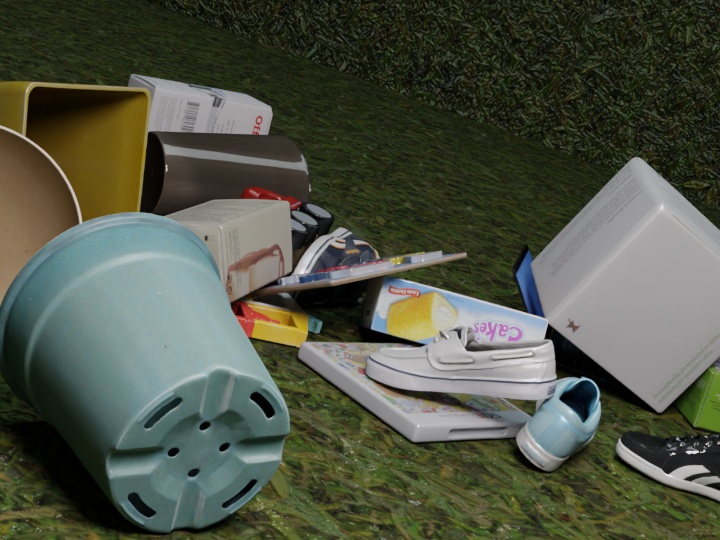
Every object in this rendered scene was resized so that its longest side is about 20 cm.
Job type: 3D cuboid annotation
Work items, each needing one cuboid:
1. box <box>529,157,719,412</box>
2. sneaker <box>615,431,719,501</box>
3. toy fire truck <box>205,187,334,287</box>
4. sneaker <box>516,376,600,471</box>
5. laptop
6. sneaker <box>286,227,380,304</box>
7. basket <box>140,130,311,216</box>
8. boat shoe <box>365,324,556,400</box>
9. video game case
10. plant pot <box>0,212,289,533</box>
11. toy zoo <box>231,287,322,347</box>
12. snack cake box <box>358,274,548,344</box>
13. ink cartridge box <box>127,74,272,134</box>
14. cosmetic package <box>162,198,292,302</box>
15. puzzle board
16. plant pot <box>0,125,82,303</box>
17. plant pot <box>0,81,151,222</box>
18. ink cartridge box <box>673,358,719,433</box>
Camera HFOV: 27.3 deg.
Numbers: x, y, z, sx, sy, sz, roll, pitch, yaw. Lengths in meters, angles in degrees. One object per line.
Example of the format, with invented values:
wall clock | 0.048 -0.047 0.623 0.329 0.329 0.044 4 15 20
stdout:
box | 0.347 0.016 1.796 0.200 0.199 0.171 38 18 -15
sneaker | 0.378 0.180 1.556 0.199 0.112 0.073 21 14 14
toy fire truck | -0.159 -0.048 1.815 0.199 0.129 0.176 30 16 8
sneaker | 0.227 0.144 1.545 0.074 0.082 0.200 43 23 2
laptop | 0.283 0.059 1.907 0.199 0.104 0.177 19 15 8
sneaker | -0.026 0.001 1.823 0.079 0.079 0.200 31 24 9
basket | -0.194 -0.121 1.984 0.199 0.137 0.180 3 18 -33
boat shoe | 0.103 0.088 1.515 0.199 0.066 0.074 4 12 14
video game case | 0.060 0.126 1.574 0.181 0.023 0.200 4 20 -42
plant pot | -0.161 0.088 1.163 0.199 0.201 0.196 6 26 -36
toy zoo | -0.137 0.042 1.659 0.199 0.021 0.131 12 15 -16
snack cake box | 0.106 0.060 1.726 0.199 0.068 0.115 15 -2 -7
ink cartridge box | -0.243 -0.190 2.134 0.199 0.147 0.086 5 17 -40
cosmetic package | -0.155 -0.022 1.620 0.103 0.088 0.200 1 11 19
puzzle board | 0.000 0.000 1.683 0.199 0.017 0.150 -12 2 -38
plant pot | -0.370 -0.022 1.366 0.199 0.201 0.134 11 -19 -23
plant pot | -0.375 -0.120 1.678 0.176 0.201 0.200 13 11 32
ink cartridge box | 0.491 0.155 1.846 0.199 0.076 0.148 13 15 -11
